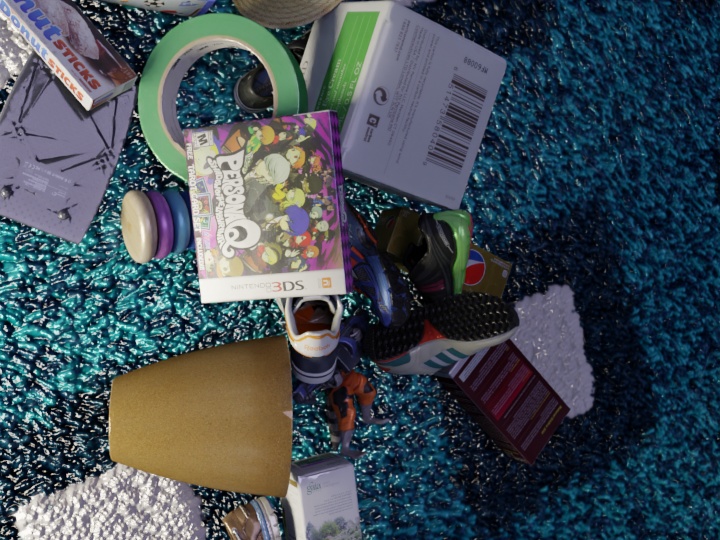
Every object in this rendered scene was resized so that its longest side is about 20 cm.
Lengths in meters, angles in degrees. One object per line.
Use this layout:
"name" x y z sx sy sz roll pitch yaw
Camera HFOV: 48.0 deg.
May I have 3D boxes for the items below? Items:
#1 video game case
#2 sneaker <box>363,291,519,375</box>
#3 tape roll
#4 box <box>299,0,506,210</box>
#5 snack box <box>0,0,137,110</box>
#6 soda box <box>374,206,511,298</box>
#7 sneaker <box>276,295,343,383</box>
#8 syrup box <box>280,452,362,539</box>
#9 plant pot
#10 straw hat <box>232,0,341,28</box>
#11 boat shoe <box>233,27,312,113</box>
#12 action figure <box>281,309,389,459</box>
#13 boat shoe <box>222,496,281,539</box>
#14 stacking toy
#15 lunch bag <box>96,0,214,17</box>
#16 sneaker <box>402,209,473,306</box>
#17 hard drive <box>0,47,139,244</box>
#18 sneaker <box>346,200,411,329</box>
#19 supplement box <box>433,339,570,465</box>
"video game case" -0.104 -0.068 0.911 0.179 0.036 0.203 -4 94 16
"sneaker" 0.107 0.089 1.041 0.197 0.094 0.071 -15 58 8
"tape roll" -0.163 -0.197 0.960 0.197 0.048 0.204 1 94 9
"box" 0.035 -0.205 1.012 0.198 0.171 0.202 16 95 -34
"snack box" -0.345 -0.276 0.911 0.200 0.024 0.072 49 49 -4
"soda box" 0.112 -0.016 1.138 0.198 0.064 0.069 25 78 -23
"sneaker" -0.061 0.036 0.984 0.077 0.201 0.080 -4 133 -13
"syrup box" -0.048 0.345 1.040 0.078 0.081 0.203 -8 92 -26
"plant pot" -0.186 0.171 0.941 0.197 0.186 0.189 0 88 -11
"straw hat" -0.097 -0.402 0.976 0.198 0.085 0.204 -5 71 16
"boat shoe" -0.076 -0.268 1.057 0.199 0.056 0.069 -38 105 -22
"action figure" -0.047 0.146 1.034 0.200 0.104 0.195 -33 98 -54
"boat shoe" -0.126 0.391 1.013 0.071 0.072 0.203 -13 84 -21
"stacking toy" -0.186 -0.065 0.994 0.198 0.085 0.087 -11 93 -33
"lunch bag" -0.233 -0.365 0.905 0.168 0.199 0.126 0 88 -26
"sneaker" 0.096 -0.001 1.052 0.083 0.202 0.077 10 40 6
"hard drive" -0.347 -0.144 0.929 0.134 0.042 0.203 22 78 -24
"sneaker" 0.000 0.000 1.041 0.078 0.201 0.075 -39 144 13
"supplement box" 0.205 0.174 1.180 0.200 0.061 0.109 48 71 -16
